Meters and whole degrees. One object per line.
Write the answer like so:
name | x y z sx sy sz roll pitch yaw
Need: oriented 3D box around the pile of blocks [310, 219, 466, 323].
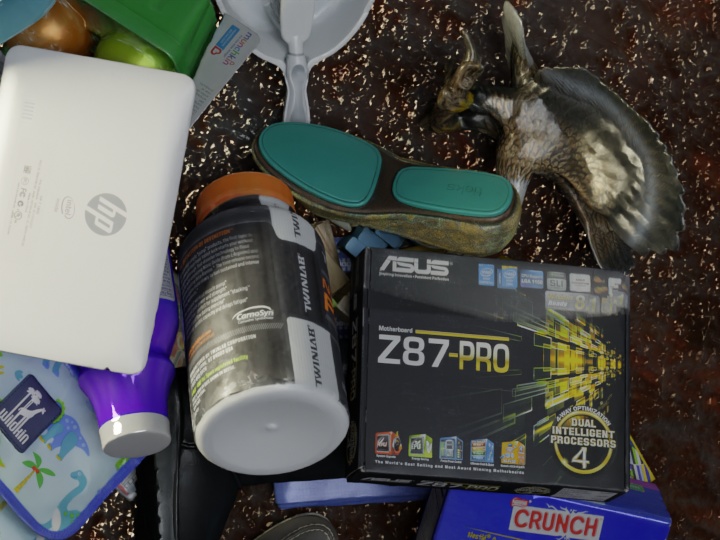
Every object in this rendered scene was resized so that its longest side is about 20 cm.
pile of blocks | 0.000 0.000 1.728 0.199 0.062 0.083 -19 97 -15

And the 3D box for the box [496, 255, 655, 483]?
box | 0.138 0.091 1.785 0.070 0.064 0.201 -36 110 -13

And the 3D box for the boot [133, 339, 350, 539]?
boot | -0.075 0.152 1.707 0.167 0.076 0.201 -4 108 -19

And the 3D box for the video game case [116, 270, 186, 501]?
video game case | -0.188 0.047 1.709 0.200 0.018 0.143 45 81 -16

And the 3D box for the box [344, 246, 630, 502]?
box | 0.090 0.074 1.679 0.199 0.049 0.162 6 73 -13

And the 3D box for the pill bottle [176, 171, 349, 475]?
pill bottle | -0.070 0.029 1.625 0.106 0.106 0.201 6 51 -19

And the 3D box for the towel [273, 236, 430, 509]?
towel | 0.000 0.075 1.775 0.144 0.024 0.202 -3 93 -17

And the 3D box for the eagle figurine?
eagle figurine | 0.143 -0.085 1.748 0.199 0.152 0.151 23 124 -2

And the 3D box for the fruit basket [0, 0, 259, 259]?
fruit basket | -0.196 -0.129 1.634 0.185 0.094 0.201 32 80 13

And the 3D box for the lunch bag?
lunch bag | -0.269 0.125 1.626 0.200 0.127 0.170 -40 103 -8

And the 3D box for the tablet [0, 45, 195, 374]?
tablet | -0.187 -0.040 1.574 0.129 0.014 0.201 10 88 2

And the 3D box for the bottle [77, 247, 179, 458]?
bottle | -0.165 0.027 1.627 0.083 0.065 0.201 -1 64 -23

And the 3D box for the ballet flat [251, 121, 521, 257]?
ballet flat | 0.017 -0.052 1.708 0.199 0.071 0.071 13 90 9

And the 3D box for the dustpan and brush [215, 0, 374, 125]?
dustpan and brush | -0.047 -0.176 1.715 0.139 0.057 0.201 -5 120 -17

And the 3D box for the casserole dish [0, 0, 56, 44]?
casserole dish | -0.260 -0.183 1.591 0.039 0.199 0.122 41 38 -34

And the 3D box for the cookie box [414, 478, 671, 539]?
cookie box | 0.117 0.241 1.754 0.170 0.075 0.201 14 108 -10

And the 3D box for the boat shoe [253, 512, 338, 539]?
boat shoe | -0.089 0.254 1.735 0.200 0.057 0.067 -38 107 -11
